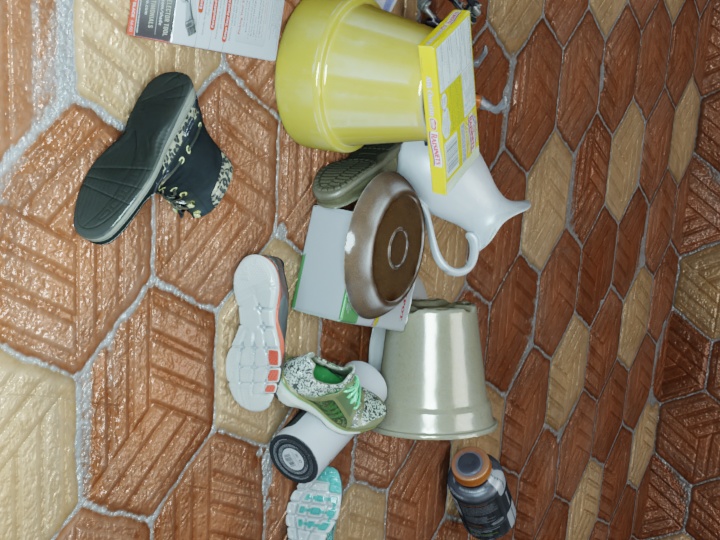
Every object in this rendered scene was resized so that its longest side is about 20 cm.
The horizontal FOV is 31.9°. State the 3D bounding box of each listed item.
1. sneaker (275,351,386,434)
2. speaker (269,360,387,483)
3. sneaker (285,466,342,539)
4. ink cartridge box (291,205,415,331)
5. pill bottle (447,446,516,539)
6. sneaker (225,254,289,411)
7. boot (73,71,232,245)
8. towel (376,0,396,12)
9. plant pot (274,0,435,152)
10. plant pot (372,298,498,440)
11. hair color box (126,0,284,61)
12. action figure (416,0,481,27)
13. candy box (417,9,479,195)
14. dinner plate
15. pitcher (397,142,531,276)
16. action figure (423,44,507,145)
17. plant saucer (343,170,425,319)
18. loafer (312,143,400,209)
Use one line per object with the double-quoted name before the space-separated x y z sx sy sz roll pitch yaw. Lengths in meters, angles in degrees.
"sneaker" -0.027 0.159 1.675 0.199 0.088 0.077 25 50 -37
"speaker" -0.041 0.209 1.761 0.200 0.081 0.082 -43 137 -48
"sneaker" -0.068 0.376 1.809 0.091 0.077 0.202 9 97 -78
"ink cartridge box" 0.000 0.000 1.747 0.200 0.083 0.146 13 89 -62
"pill bottle" 0.219 0.404 2.314 0.107 0.105 0.201 -61 149 -29
"sneaker" -0.114 0.076 1.576 0.082 0.076 0.202 -23 122 -65
"boot" -0.209 -0.086 1.328 0.205 0.073 0.154 -64 153 -22
"towel" 0.023 -0.442 1.676 0.148 0.024 0.200 -64 150 -26
"plant pot" 0.023 -0.242 1.578 0.201 0.188 0.203 -34 129 -54
"plant pot" 0.106 0.140 1.881 0.200 0.199 0.185 -10 101 -61
"hair color box" -0.159 -0.291 1.347 0.200 0.063 0.112 -6 108 -63
"action figure" 0.130 -0.383 1.823 0.200 0.102 0.119 -48 -161 28
"candy box" 0.109 -0.202 1.525 0.102 0.026 0.201 -52 144 -45
"dinner plate" 0.068 0.106 1.992 0.200 0.024 0.202 -35 131 -52
"pitcher" 0.122 -0.107 1.812 0.172 0.200 0.121 -49 -173 -25
"action figure" 0.103 -0.227 1.759 0.105 0.192 0.202 95 -17 -65
"plant saucer" 0.039 -0.032 1.687 0.200 0.032 0.202 -28 123 -56
"loafer" 0.002 -0.121 1.712 0.200 0.075 0.068 -38 127 -51
